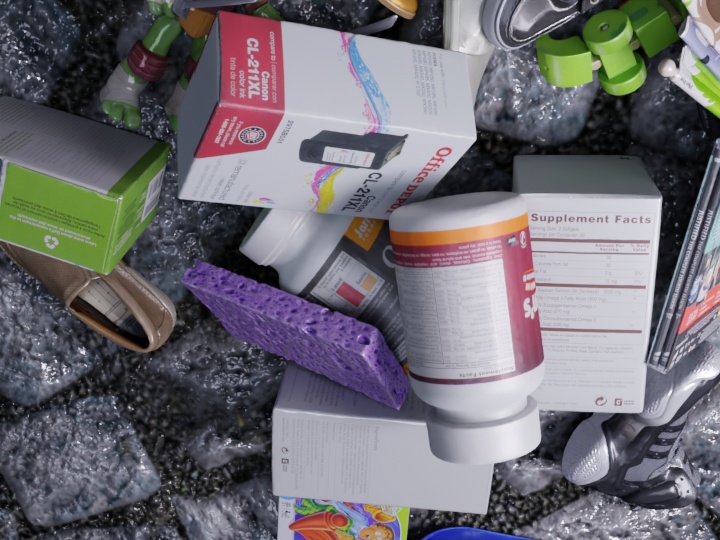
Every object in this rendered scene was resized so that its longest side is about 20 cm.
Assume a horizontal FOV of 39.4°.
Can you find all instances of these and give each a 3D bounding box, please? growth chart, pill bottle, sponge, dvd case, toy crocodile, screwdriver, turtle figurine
[{"bbox_3d":[0.300,-0.218,0.773,0.145,0.018,0.200,15,106,-38],"label":"growth chart"},{"bbox_3d":[0.000,0.000,0.898,0.200,0.116,0.116,35,111,-10],"label":"pill bottle"},{"bbox_3d":[-0.057,0.055,0.895,0.200,0.030,0.112,20,158,29],"label":"sponge"},{"bbox_3d":[0.304,-0.023,0.853,0.022,0.146,0.200,25,118,30],"label":"dvd case"},{"bbox_3d":[0.241,-0.206,0.823,0.200,0.062,0.068,-27,139,13],"label":"toy crocodile"},{"bbox_3d":[0.088,0.043,0.800,0.109,0.110,0.200,-7,100,8],"label":"pill bottle"},{"bbox_3d":[0.274,-0.181,0.807,0.028,0.029,0.200,-23,131,9],"label":"screwdriver"},{"bbox_3d":[-0.118,-0.183,0.810,0.200,0.144,0.194,40,120,6],"label":"turtle figurine"}]

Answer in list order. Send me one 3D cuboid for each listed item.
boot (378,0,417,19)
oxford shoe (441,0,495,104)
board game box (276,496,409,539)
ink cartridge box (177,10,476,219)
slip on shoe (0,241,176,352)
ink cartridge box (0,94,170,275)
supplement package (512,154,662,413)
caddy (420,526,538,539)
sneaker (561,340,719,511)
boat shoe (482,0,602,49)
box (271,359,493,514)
[{"bbox_3d":[0.021,-0.315,0.788,0.144,0.071,0.201,-38,100,19],"label":"boot"},{"bbox_3d":[0.097,-0.211,0.825,0.058,0.075,0.200,5,108,6],"label":"oxford shoe"},{"bbox_3d":[-0.020,0.298,1.062,0.134,0.045,0.200,5,113,3],"label":"board game box"},{"bbox_3d":[-0.030,-0.112,0.783,0.200,0.083,0.146,5,154,-20],"label":"ink cartridge box"},{"bbox_3d":[-0.266,0.008,0.954,0.200,0.061,0.076,42,110,-12],"label":"slip on shoe"},{"bbox_3d":[-0.284,-0.086,0.871,0.200,0.148,0.076,17,114,-1],"label":"ink cartridge box"},{"bbox_3d":[0.190,0.009,0.884,0.117,0.117,0.200,1,112,7],"label":"supplement package"},{"bbox_3d":[0.142,0.329,1.010,0.200,0.141,0.105,10,118,0],"label":"caddy"},{"bbox_3d":[0.293,0.155,0.958,0.114,0.076,0.200,34,121,-11],"label":"sneaker"},{"bbox_3d":[0.185,-0.240,0.780,0.200,0.066,0.070,-39,130,1],"label":"boat shoe"},{"bbox_3d":[0.024,0.146,0.952,0.200,0.124,0.098,5,115,4],"label":"box"}]
